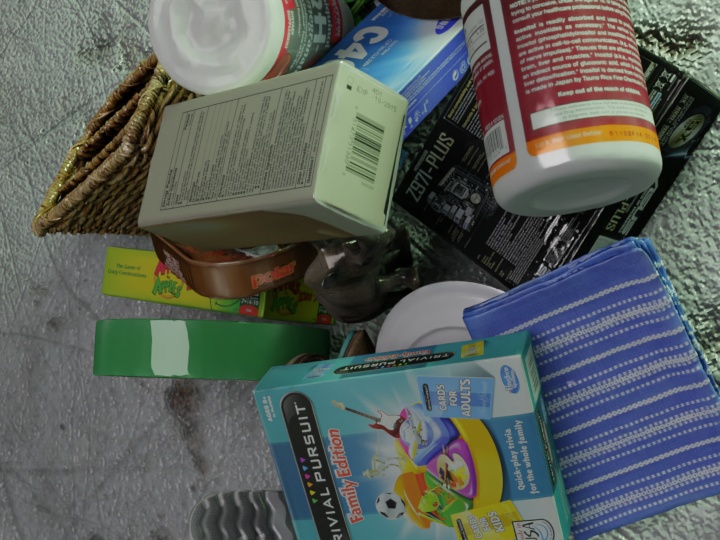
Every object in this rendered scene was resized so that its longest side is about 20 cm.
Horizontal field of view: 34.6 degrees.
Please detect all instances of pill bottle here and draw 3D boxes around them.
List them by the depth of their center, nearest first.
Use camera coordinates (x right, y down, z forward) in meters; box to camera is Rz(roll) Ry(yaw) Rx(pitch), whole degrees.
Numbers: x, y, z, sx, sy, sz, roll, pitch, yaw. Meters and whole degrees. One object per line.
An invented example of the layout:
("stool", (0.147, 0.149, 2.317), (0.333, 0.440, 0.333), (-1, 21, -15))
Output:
("pill bottle", (0.131, -0.146, 0.785), (0.113, 0.113, 0.200), (-17, 75, 33))
("pill bottle", (-0.078, -0.199, 0.948), (0.111, 0.200, 0.111), (4, 101, 20))

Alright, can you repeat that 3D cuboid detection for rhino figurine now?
("rhino figurine", (0.000, 0.000, 0.903), (0.087, 0.200, 0.060), (-14, 77, 2))

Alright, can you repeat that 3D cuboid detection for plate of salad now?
("plate of salad", (0.100, 0.096, 0.901), (0.200, 0.048, 0.200), (18, 124, 29))

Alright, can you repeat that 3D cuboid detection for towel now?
("towel", (0.175, 0.087, 0.816), (0.145, 0.024, 0.200), (-25, 99, 19))

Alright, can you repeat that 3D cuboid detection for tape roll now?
("tape roll", (-0.126, 0.071, 0.992), (0.200, 0.200, 0.048), (-3, 82, 35))

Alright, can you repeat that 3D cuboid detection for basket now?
("basket", (-0.213, -0.126, 1.085), (0.200, 0.149, 0.143), (-29, 68, 47))

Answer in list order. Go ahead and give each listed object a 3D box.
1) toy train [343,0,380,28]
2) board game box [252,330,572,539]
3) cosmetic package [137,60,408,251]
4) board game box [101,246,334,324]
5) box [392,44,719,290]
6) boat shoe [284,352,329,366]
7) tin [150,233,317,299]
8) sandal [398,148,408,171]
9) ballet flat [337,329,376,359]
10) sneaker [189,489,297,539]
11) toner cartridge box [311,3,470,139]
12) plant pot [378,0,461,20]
("toy train", (-0.043, -0.183, 1.066), (0.200, 0.042, 0.056), (-47, 70, 21))
("board game box", (0.038, 0.134, 0.838), (0.200, 0.047, 0.151), (-10, 106, 19))
("cosmetic package", (-0.067, -0.076, 0.835), (0.200, 0.071, 0.105), (-2, 71, 46))
("board game box", (-0.130, 0.013, 1.063), (0.200, 0.102, 0.048), (6, 89, 36))
("box", (0.147, -0.091, 0.888), (0.164, 0.086, 0.200), (39, 106, 32))
("boat shoe", (0.023, 0.138, 0.907), (0.202, 0.075, 0.075), (48, 136, -9))
("tin", (-0.109, -0.026, 0.981), (0.200, 0.112, 0.042), (32, 141, 59))
("sandal", (-0.025, -0.091, 0.970), (0.200, 0.087, 0.079), (-33, 44, -21))
("ballet flat", (-0.011, 0.151, 0.991), (0.072, 0.068, 0.200), (25, 99, 14))
("sneaker", (-0.040, 0.215, 0.957), (0.082, 0.200, 0.075), (106, 167, -59))
("toner cartridge box", (0.023, -0.161, 0.935), (0.095, 0.043, 0.200), (17, 50, 33))
("plant pot", (0.048, -0.329, 0.886), (0.187, 0.200, 0.187), (-12, 59, 20))
